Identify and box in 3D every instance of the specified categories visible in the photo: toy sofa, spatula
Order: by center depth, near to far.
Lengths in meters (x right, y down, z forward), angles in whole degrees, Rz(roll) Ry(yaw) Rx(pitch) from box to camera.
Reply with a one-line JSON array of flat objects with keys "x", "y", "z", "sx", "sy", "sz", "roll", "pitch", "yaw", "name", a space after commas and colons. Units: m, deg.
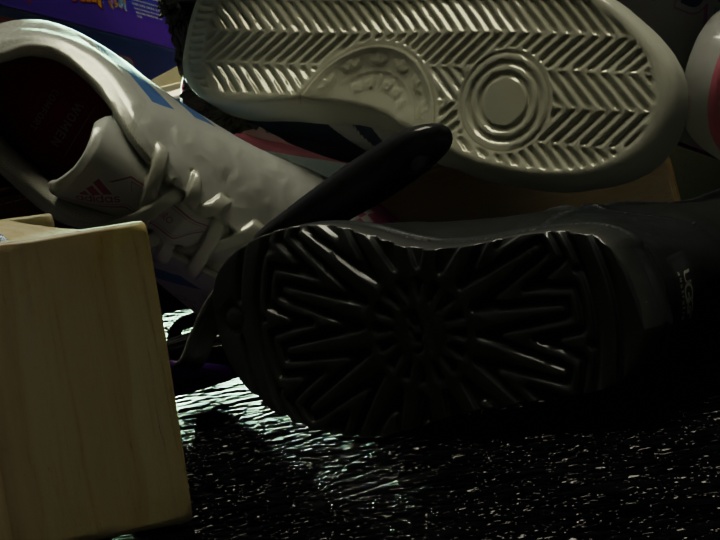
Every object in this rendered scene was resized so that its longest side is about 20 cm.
[{"x": -0.118, "y": 0.030, "z": 0.773, "sx": 0.097, "sy": 0.084, "sz": 0.200, "roll": -9, "pitch": 4, "yaw": -14, "name": "toy sofa"}, {"x": -0.038, "y": 0.005, "z": 0.882, "sx": 0.056, "sy": 0.021, "sz": 0.200, "roll": 6, "pitch": -36, "yaw": -44, "name": "spatula"}]

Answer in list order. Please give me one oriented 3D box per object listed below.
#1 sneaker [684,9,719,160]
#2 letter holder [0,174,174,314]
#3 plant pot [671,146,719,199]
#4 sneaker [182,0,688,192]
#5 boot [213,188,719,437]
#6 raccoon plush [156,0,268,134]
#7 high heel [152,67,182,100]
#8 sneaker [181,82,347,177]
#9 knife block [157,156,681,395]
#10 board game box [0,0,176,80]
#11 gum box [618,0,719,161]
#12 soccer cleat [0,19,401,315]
[{"x": 0.222, "y": -0.058, "z": 1.019, "sx": 0.199, "sy": 0.076, "sz": 0.104, "roll": 10, "pitch": 5, "yaw": -38, "name": "sneaker"}, {"x": -0.157, "y": -0.027, "z": 1.037, "sx": 0.199, "sy": 0.101, "sz": 0.142, "roll": -15, "pitch": -27, "yaw": -43, "name": "letter holder"}, {"x": 0.165, "y": -0.116, "z": 1.266, "sx": 0.186, "sy": 0.201, "sz": 0.188, "roll": 1, "pitch": 47, "yaw": -1, "name": "plant pot"}, {"x": 0.036, "y": -0.066, "z": 0.929, "sx": 0.199, "sy": 0.076, "sz": 0.084, "roll": 16, "pitch": -3, "yaw": 35, "name": "sneaker"}, {"x": 0.074, "y": 0.001, "z": 0.862, "sx": 0.164, "sy": 0.066, "sz": 0.199, "roll": 1, "pitch": 12, "yaw": 36, "name": "boot"}, {"x": -0.047, "y": -0.148, "z": 1.023, "sx": 0.096, "sy": 0.135, "sz": 0.200, "roll": -18, "pitch": -33, "yaw": -2, "name": "raccoon plush"}, {"x": -0.036, "y": -0.052, "z": 1.390, "sx": 0.199, "sy": 0.144, "sz": 0.071, "roll": -15, "pitch": 29, "yaw": -29, "name": "high heel"}, {"x": 0.002, "y": -0.090, "z": 1.156, "sx": 0.199, "sy": 0.105, "sz": 0.075, "roll": 21, "pitch": 41, "yaw": 35, "name": "sneaker"}, {"x": 0.000, "y": 0.000, "z": 0.983, "sx": 0.175, "sy": 0.064, "sz": 0.199, "roll": -23, "pitch": 10, "yaw": -37, "name": "knife block"}, {"x": -0.169, "y": -0.089, "z": 1.116, "sx": 0.134, "sy": 0.045, "sz": 0.200, "roll": -27, "pitch": -9, "yaw": 16, "name": "board game box"}, {"x": 0.141, "y": -0.105, "z": 1.056, "sx": 0.199, "sy": 0.114, "sz": 0.066, "roll": 16, "pitch": 5, "yaw": -39, "name": "gum box"}, {"x": -0.061, "y": -0.019, "z": 0.922, "sx": 0.199, "sy": 0.070, "sz": 0.086, "roll": 31, "pitch": 11, "yaw": 5, "name": "soccer cleat"}]
